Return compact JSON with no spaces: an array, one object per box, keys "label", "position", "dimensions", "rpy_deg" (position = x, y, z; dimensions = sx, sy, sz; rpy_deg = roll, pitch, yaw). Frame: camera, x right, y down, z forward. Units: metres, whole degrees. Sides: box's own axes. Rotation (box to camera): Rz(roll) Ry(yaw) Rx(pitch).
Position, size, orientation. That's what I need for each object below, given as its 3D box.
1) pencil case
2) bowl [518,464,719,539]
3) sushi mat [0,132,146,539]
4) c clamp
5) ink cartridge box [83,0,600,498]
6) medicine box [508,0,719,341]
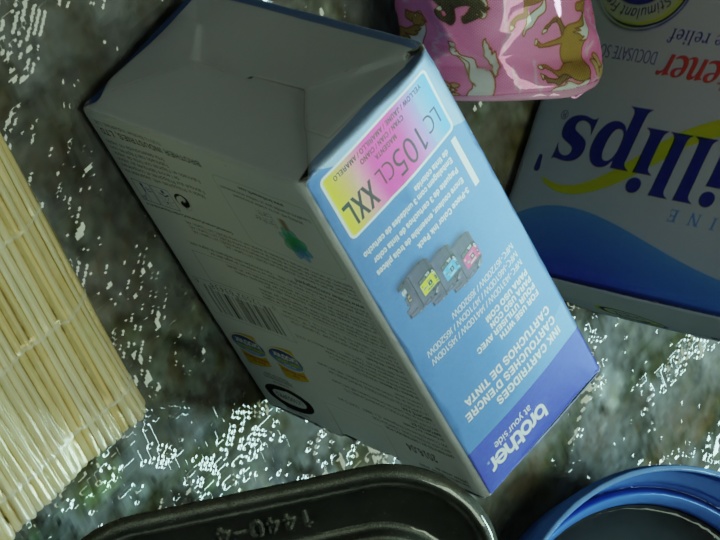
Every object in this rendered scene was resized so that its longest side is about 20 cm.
[{"label":"pencil case","position":[0.053,-0.164,1.147],"dimensions":[0.083,0.086,0.201],"rpy_deg":[-51,141,-69]},{"label":"bowl","position":[0.136,0.188,1.299],"dimensions":[0.200,0.039,0.202],"rpy_deg":[5,81,-29]},{"label":"sushi mat","position":[-0.146,0.004,1.034],"dimensions":[0.096,0.012,0.200],"rpy_deg":[-45,128,-28]},{"label":"c clamp","position":[-0.035,0.156,1.099],"dimensions":[0.199,0.027,0.171],"rpy_deg":[-17,111,3]},{"label":"ink cartridge box","position":[0.000,0.000,1.091],"dimensions":[0.076,0.136,0.200],"rpy_deg":[-45,128,-21]},{"label":"medicine box","position":[0.178,-0.068,1.223],"dimensions":[0.103,0.182,0.201],"rpy_deg":[24,82,-45]}]
